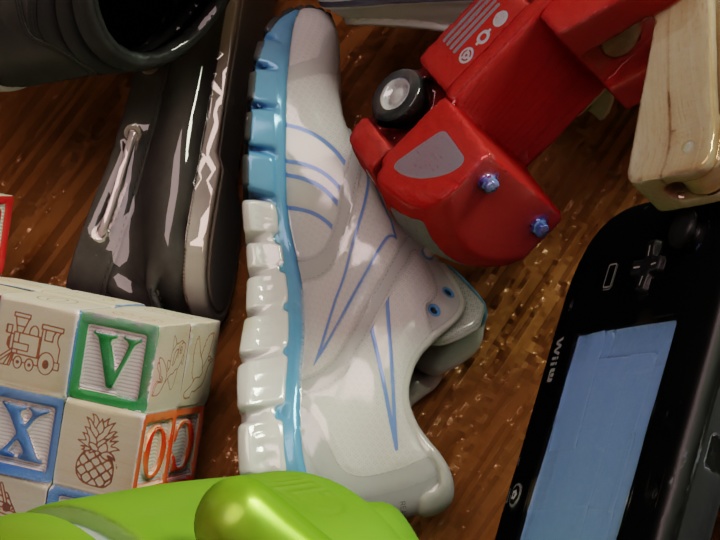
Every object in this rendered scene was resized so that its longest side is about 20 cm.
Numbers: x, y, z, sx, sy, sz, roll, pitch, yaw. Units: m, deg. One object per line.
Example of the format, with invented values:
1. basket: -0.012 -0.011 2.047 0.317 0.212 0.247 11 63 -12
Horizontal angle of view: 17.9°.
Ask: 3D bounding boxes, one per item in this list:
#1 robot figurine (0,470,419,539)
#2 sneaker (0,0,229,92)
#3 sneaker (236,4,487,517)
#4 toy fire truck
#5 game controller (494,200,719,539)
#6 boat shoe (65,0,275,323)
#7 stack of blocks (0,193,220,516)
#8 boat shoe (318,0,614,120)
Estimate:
1. robot figurine: -0.056 0.121 0.662 0.175 0.199 0.116 -45 63 34
2. sneaker: -0.068 -0.150 0.811 0.099 0.071 0.201 12 75 44
3. sneaker: 0.000 0.000 0.795 0.086 0.075 0.202 -2 67 0
4. toy fire truck: 0.097 -0.065 0.708 0.200 0.049 0.141 -46 40 9
5. game controller: 0.074 0.072 0.708 0.104 0.042 0.202 -5 63 58
6. boat shoe: -0.068 -0.075 0.846 0.056 0.067 0.202 3 66 9
7. stack of blocks: -0.152 0.028 0.785 0.198 0.059 0.116 11 94 17
8. boat shoe: 0.081 -0.087 0.814 0.198 0.072 0.066 1 104 0
